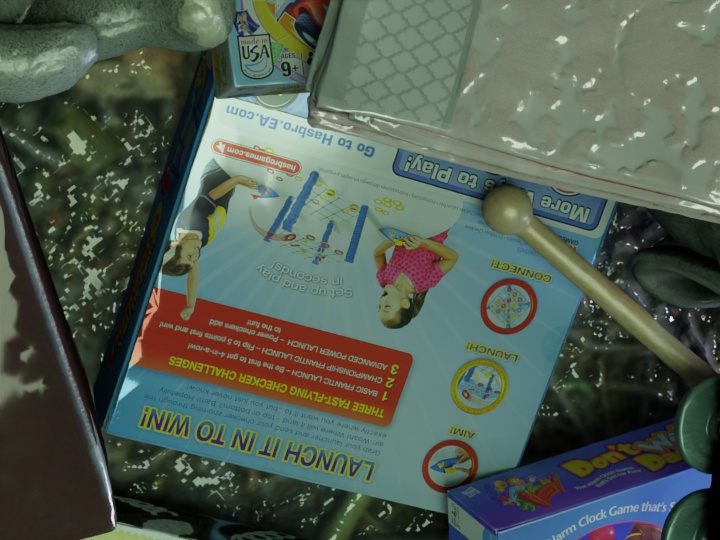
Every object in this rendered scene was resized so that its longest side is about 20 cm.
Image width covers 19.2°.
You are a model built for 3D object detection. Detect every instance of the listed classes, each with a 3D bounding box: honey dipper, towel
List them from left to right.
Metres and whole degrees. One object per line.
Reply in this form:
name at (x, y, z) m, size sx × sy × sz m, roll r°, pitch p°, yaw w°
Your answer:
towel at (0.090, -0.134, 0.869) m, size 0.191 × 0.032 × 0.200 m, roll 13°, pitch 82°, yaw 5°
honey dipper at (0.131, 0.028, 0.971) m, size 0.200 × 0.038 × 0.038 m, roll 39°, pitch 96°, yaw -13°

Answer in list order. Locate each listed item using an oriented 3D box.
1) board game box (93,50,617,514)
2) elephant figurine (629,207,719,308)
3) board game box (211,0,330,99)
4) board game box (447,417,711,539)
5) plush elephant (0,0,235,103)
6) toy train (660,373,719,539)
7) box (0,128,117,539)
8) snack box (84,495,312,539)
board game box at (0.000, 0.000, 0.984) m, size 0.200 × 0.056 × 0.196 m, roll 16°, pitch 104°, yaw -17°
elephant figurine at (0.189, -0.022, 0.960) m, size 0.141 × 0.200 × 0.155 m, roll -25°, pitch 70°, yaw 2°
board game box at (0.030, -0.149, 0.920) m, size 0.200 × 0.034 × 0.134 m, roll -6°, pitch 88°, yaw -17°
board game box at (0.140, 0.146, 1.034) m, size 0.200 × 0.045 × 0.135 m, roll -14°, pitch 117°, yaw -25°
plush elephant at (-0.177, -0.145, 0.833) m, size 0.200 × 0.155 × 0.165 m, roll -22°, pitch 75°, yaw 9°
toy train at (0.198, 0.126, 0.943) m, size 0.114 × 0.085 × 0.200 m, roll 2°, pitch 97°, yaw -25°
box at (-0.224, 0.038, 0.886) m, size 0.200 × 0.166 × 0.164 m, roll -19°, pitch 110°, yaw -7°
snack box at (-0.119, 0.165, 0.998) m, size 0.200 × 0.037 × 0.116 m, roll 14°, pitch 104°, yaw -3°
